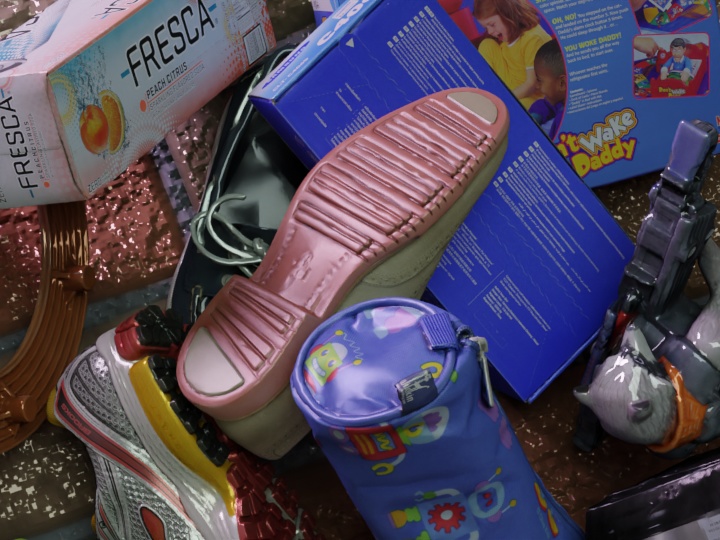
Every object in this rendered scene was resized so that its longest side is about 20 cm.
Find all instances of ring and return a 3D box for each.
[{"bbox_3d":[-0.176,-0.015,1.186,0.019,0.200,0.202,-5,66,27],"label":"ring"}]

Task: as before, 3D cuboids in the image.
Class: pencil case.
[{"bbox_3d":[0.043,0.096,1.175,0.086,0.201,0.078,-21,40,11],"label":"pencil case"}]

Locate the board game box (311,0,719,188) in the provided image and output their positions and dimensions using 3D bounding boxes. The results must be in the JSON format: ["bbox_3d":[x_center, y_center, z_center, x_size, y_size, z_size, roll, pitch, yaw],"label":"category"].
[{"bbox_3d":[0.084,-0.104,1.307,0.199,0.045,0.136,-15,101,-16],"label":"board game box"}]

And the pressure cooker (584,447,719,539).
[{"bbox_3d":[0.208,0.171,1.183,0.178,0.176,0.201,-18,83,-39],"label":"pressure cooker"}]

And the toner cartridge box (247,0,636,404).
[{"bbox_3d":[0.046,-0.041,1.255,0.095,0.043,0.200,-43,108,-10],"label":"toner cartridge box"}]

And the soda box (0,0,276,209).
[{"bbox_3d":[-0.115,-0.097,1.223,0.200,0.068,0.064,-46,125,-55],"label":"soda box"}]

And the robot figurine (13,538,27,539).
[{"bbox_3d":[-0.134,0.223,1.134,0.175,0.116,0.201,-22,76,-26],"label":"robot figurine"}]

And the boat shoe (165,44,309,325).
[{"bbox_3d":[-0.048,-0.013,1.268,0.074,0.062,0.201,16,68,-7],"label":"boat shoe"}]

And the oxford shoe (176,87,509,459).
[{"bbox_3d":[0.000,0.000,1.200,0.200,0.074,0.071,-45,47,-8],"label":"oxford shoe"}]

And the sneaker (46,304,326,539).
[{"bbox_3d":[-0.076,0.119,1.215,0.082,0.078,0.201,-29,88,25],"label":"sneaker"}]

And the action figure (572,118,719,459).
[{"bbox_3d":[0.180,0.016,1.228,0.193,0.201,0.104,-30,57,-32],"label":"action figure"}]
